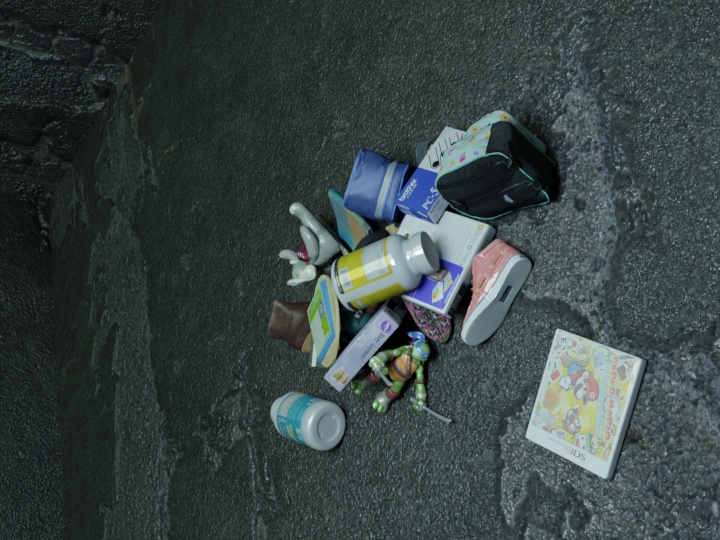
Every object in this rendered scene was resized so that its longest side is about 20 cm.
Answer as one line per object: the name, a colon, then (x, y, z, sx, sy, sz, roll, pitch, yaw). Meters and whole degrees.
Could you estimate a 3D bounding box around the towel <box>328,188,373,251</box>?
towel: (-0.014, -0.089, 1.940, 0.200, 0.021, 0.148, 49, 159, 47)

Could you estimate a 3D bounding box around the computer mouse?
computer mouse: (0.000, 0.000, 1.777, 0.202, 0.046, 0.140, -60, 18, 3)

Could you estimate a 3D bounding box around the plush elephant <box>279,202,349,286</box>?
plush elephant: (-0.121, -0.036, 2.012, 0.155, 0.165, 0.201, -43, 76, 8)

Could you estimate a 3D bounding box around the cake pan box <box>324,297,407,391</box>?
cake pan box: (0.018, 0.144, 1.758, 0.200, 0.052, 0.184, -49, 1, 13)

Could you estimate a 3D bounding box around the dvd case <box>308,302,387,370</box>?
dvd case: (-0.026, 0.148, 1.900, 0.197, 0.016, 0.151, -1, 78, 30)

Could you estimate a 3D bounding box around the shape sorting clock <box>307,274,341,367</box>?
shape sorting clock: (-0.074, 0.111, 1.846, 0.200, 0.039, 0.204, 175, 90, -71)

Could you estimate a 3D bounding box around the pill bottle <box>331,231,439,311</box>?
pill bottle: (0.049, -0.003, 1.636, 0.198, 0.112, 0.114, -22, 60, 24)

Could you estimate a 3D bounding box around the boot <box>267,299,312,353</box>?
boot: (-0.138, 0.096, 2.022, 0.164, 0.072, 0.203, 19, 103, 21)

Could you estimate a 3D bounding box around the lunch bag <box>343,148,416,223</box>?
lunch bag: (0.055, -0.175, 1.819, 0.131, 0.200, 0.138, 20, 98, 10)

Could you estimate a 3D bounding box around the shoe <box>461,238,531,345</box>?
shoe: (0.241, 0.040, 1.603, 0.202, 0.071, 0.091, -59, 39, 14)

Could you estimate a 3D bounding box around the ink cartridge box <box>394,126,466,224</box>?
ink cartridge box: (0.164, -0.196, 1.714, 0.093, 0.044, 0.201, 23, 73, 41)

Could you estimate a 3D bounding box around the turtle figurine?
turtle figurine: (0.064, 0.235, 1.710, 0.194, 0.142, 0.203, -41, 46, 44)

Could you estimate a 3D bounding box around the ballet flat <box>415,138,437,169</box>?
ballet flat: (0.153, -0.193, 1.788, 0.073, 0.072, 0.203, -24, 59, 46)

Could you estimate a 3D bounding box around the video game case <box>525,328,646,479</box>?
video game case: (0.373, 0.219, 1.409, 0.181, 0.023, 0.203, 20, 95, 53)

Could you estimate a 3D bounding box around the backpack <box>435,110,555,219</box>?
backpack: (0.245, -0.190, 1.581, 0.199, 0.175, 0.155, -27, 42, 44)

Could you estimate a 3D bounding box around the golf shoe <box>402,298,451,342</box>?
golf shoe: (0.131, 0.066, 1.743, 0.072, 0.092, 0.201, -32, 66, 2)

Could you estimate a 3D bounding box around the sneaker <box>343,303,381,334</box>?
sneaker: (0.016, 0.049, 1.843, 0.071, 0.080, 0.201, 40, 99, 34)

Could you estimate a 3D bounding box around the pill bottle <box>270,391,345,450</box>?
pill bottle: (-0.130, 0.346, 1.955, 0.199, 0.110, 0.113, 4, 83, 53)

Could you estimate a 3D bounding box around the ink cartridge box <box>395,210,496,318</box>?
ink cartridge box: (0.144, -0.026, 1.683, 0.198, 0.043, 0.200, 23, 81, 38)

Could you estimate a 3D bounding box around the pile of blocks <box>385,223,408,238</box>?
pile of blocks: (0.136, -0.049, 1.776, 0.200, 0.062, 0.083, 39, 98, 42)
